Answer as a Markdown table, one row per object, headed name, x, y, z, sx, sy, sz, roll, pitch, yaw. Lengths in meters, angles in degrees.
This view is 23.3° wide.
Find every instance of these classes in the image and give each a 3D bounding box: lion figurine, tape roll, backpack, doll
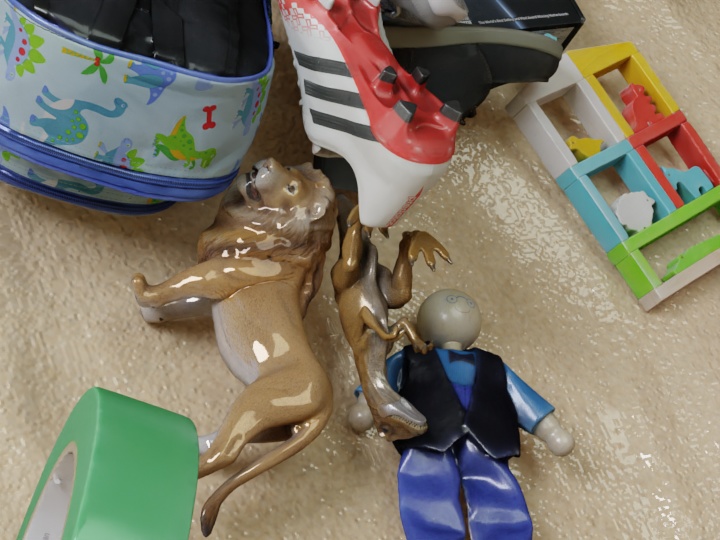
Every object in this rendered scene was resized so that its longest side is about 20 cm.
| name | x | y | z | sx | sy | sz | roll | pitch | yaw |
| --- | --- | --- | --- | --- | --- | --- | --- | --- | --- |
| lion figurine | -0.054 | 0.038 | 0.950 | 0.122 | 0.073 | 0.201 | -14 | 67 | -5 |
| tape roll | -0.127 | 0.153 | 0.763 | 0.048 | 0.201 | 0.201 | 20 | 50 | -13 |
| backpack | -0.139 | -0.117 | 0.972 | 0.182 | 0.147 | 0.200 | 14 | 29 | -18 |
| doll | 0.061 | 0.096 | 1.007 | 0.136 | 0.049 | 0.201 | 4 | 50 | -13 |

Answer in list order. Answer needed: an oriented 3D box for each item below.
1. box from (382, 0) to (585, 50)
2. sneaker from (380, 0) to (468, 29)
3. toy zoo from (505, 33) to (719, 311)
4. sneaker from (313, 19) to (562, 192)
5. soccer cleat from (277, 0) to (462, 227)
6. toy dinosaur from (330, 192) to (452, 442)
| name | x | y | z | sx | sy | sz | roll | pitch | yaw |
| --- | --- | --- | --- | --- | --- | --- | --- | --- | --- |
| box | 0.040 | -0.215 | 1.226 | 0.199 | 0.044 | 0.161 | -10 | 63 | -33 |
| sneaker | -0.003 | -0.177 | 1.071 | 0.082 | 0.200 | 0.075 | -37 | 120 | -10 |
| toy zoo | 0.183 | -0.081 | 1.205 | 0.131 | 0.020 | 0.200 | -26 | 79 | -39 |
| sneaker | 0.044 | -0.105 | 1.120 | 0.199 | 0.075 | 0.107 | -5 | 103 | -35 |
| soccer cleat | -0.010 | -0.110 | 0.971 | 0.068 | 0.085 | 0.200 | 1 | 44 | -35 |
| toy dinosaur | 0.000 | 0.000 | 1.000 | 0.060 | 0.106 | 0.201 | 6 | 52 | -22 |
